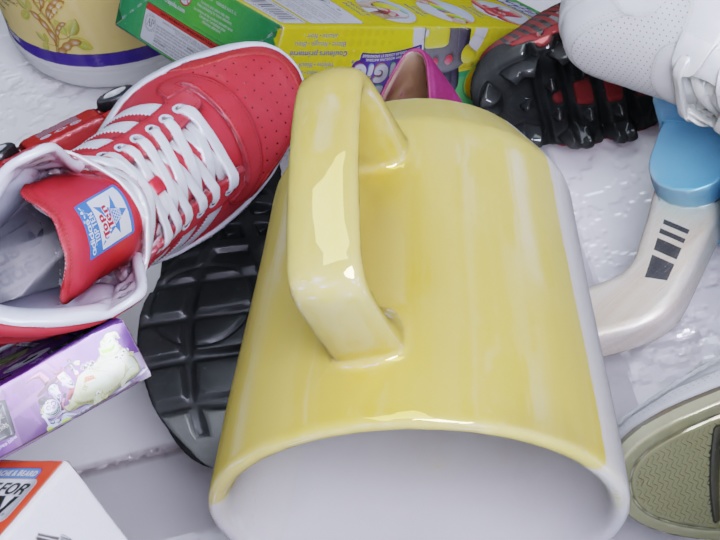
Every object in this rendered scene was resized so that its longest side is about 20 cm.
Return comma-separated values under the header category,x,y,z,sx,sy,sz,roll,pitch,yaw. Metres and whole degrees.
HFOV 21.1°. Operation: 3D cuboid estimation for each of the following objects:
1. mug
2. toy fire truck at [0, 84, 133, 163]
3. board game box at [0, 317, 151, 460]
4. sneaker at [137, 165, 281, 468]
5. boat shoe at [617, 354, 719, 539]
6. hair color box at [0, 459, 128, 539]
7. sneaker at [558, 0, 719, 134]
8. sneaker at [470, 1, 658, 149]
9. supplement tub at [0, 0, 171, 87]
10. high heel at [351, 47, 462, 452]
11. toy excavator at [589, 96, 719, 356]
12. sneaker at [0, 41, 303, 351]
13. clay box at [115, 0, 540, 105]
category,x,y,z,sx,sy,sz,roll,pitch,yaw
mug,0.028,0.013,0.707,0.149,0.187,0.153,9,59,-12
toy fire truck,-0.153,-0.021,0.878,0.200,0.049,0.141,-26,20,-12
board game box,-0.158,0.054,0.775,0.120,0.032,0.200,-25,7,-16
sneaker,-0.052,0.010,0.837,0.075,0.079,0.200,-6,48,3
boat shoe,0.183,0.043,0.744,0.200,0.075,0.068,-17,33,-7
hair color box,-0.145,0.173,0.660,0.064,0.111,0.200,-4,38,48
sneaker,0.159,-0.056,0.732,0.200,0.074,0.116,9,62,22
sneaker,0.138,-0.121,0.920,0.200,0.071,0.098,-21,43,-9
supplement tub,-0.138,-0.211,0.997,0.145,0.200,0.146,-8,43,8
high heel,0.000,0.000,0.815,0.067,0.096,0.200,2,46,18
toy excavator,0.150,-0.027,0.812,0.194,0.100,0.200,8,56,25
sneaker,-0.085,-0.032,0.741,0.200,0.071,0.112,-38,8,-23
clay box,-0.002,-0.116,0.923,0.200,0.048,0.115,-5,29,-43
